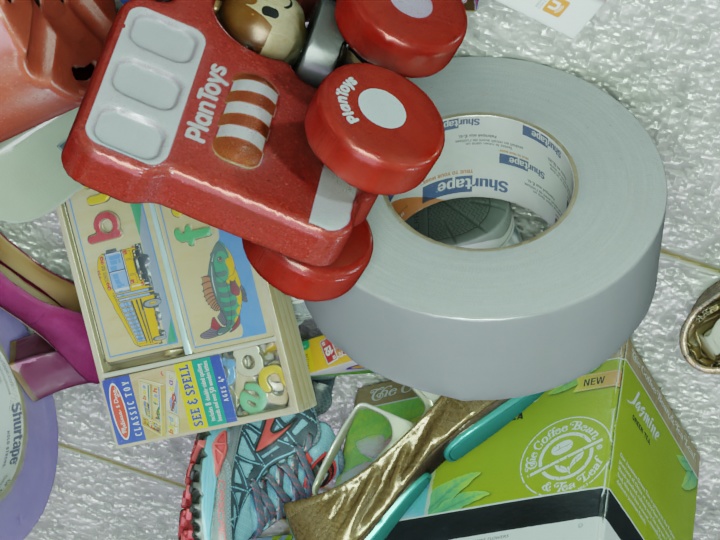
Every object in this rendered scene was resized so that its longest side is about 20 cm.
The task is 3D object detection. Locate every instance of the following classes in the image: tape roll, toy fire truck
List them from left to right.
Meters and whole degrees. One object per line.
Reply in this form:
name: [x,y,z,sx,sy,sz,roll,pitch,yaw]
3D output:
tape roll: [-0.292,0.097,1.404,0.085,0.200,0.200,-17,129,31]
toy fire truck: [-0.049,-0.093,1.076,0.167,0.200,0.112,23,136,-11]
tape roll: [0.063,-0.026,1.174,0.199,0.201,0.066,7,137,9]

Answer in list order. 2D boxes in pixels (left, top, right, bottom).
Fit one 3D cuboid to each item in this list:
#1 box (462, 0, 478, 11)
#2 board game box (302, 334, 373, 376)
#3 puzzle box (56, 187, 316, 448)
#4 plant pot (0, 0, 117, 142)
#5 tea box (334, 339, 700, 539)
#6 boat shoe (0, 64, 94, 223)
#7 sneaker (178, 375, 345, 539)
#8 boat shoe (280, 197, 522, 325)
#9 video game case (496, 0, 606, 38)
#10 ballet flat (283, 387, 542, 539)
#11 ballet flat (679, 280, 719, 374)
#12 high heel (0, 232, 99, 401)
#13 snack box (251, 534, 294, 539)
box: [-0.039,-0.202,1.136,0.199,0.039,0.137,3,136,13]
board game box: [0.049,0.035,1.319,0.200,0.030,0.095,-15,170,40]
puzzle box: [-0.111,-0.002,1.294,0.133,0.025,0.201,-13,93,27]
plant pot: [-0.248,-0.133,1.169,0.195,0.201,0.201,-16,130,20]
tea box: [0.094,0.169,1.372,0.199,0.197,0.134,-13,131,26]
boat shoe: [-0.140,-0.105,1.239,0.200,0.072,0.070,-31,127,7]
sneaker: [-0.057,0.116,1.359,0.095,0.200,0.079,12,135,0]
boat shoe: [0.001,-0.001,1.314,0.201,0.075,0.065,-13,133,15]
video game case: [0.086,-0.222,1.042,0.181,0.036,0.200,23,129,-24]
ballet flat: [0.032,0.100,1.318,0.072,0.200,0.068,47,178,13]
ballet flat: [0.261,0.010,1.243,0.200,0.067,0.068,-38,83,40]
high heel: [-0.207,-0.006,1.390,0.096,0.068,0.200,-22,129,6]
snack box: [-0.111,0.284,1.647,0.199,0.068,0.169,-11,131,23]
